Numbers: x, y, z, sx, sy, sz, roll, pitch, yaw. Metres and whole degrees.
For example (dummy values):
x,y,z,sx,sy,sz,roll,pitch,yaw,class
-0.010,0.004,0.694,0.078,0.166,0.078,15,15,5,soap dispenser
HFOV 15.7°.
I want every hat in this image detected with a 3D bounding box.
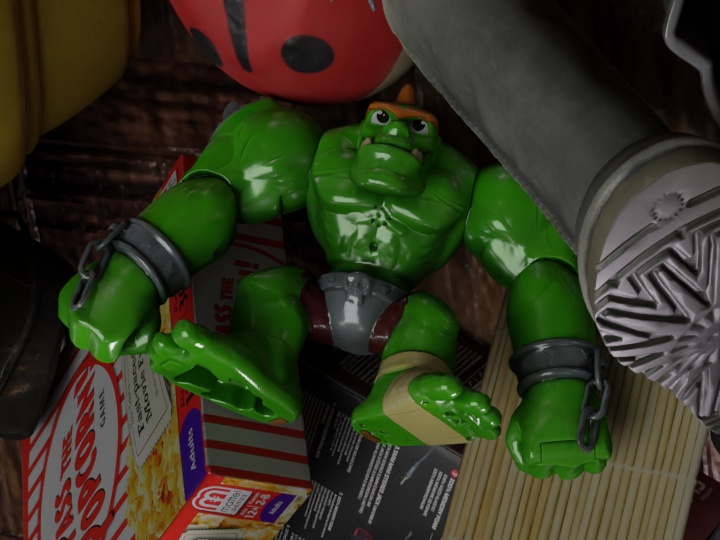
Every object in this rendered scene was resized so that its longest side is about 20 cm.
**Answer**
x,y,z,sx,sy,sz,roll,pitch,yaw,class
-0.171,0.030,1.132,0.081,0.201,0.201,20,135,-26,hat

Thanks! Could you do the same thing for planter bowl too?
x,y,z,sx,sy,sz,roll,pitch,yaw,class
-0.133,-0.123,1.015,0.083,0.200,0.201,-8,117,-11,planter bowl

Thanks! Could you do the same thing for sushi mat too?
x,y,z,sx,sy,sz,roll,pitch,yaw,class
0.080,0.071,0.964,0.095,0.012,0.200,8,75,27,sushi mat

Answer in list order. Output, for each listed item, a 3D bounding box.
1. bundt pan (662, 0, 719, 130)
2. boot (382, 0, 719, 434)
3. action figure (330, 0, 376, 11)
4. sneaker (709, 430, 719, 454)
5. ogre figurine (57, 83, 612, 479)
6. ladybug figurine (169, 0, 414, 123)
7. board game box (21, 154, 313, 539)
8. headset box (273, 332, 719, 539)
x,y,z,sx,sy,sz,roll,pitch,yaw,class
0.179,-0.118,0.801,0.201,0.076,0.202,-2,111,-6,bundt pan
0.070,-0.052,0.866,0.200,0.072,0.182,62,-179,30,boot
-0.004,-0.187,0.877,0.130,0.069,0.201,-3,89,6,action figure
0.212,0.065,0.897,0.200,0.089,0.079,13,149,32,sneaker
0.000,0.000,0.963,0.200,0.120,0.098,4,150,22,ogre figurine
-0.032,-0.146,0.971,0.135,0.072,0.200,4,116,32,ladybug figurine
-0.085,0.074,1.065,0.046,0.152,0.200,11,140,-23,board game box
0.051,0.122,1.053,0.200,0.075,0.149,29,126,18,headset box
